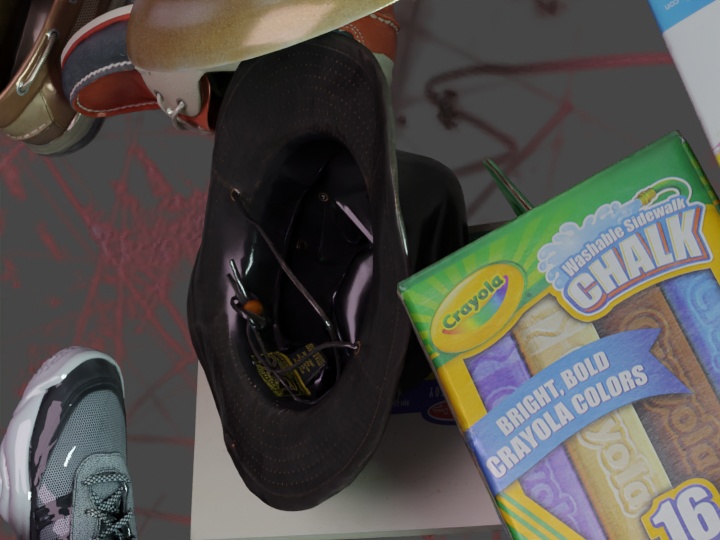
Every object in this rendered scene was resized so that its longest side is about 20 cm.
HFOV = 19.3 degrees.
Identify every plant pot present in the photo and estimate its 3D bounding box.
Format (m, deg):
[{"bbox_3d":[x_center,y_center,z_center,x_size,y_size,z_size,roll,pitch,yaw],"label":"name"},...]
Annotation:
[{"bbox_3d":[-0.018,-0.147,0.932,0.199,0.200,0.028,-7,117,37],"label":"plant pot"}]

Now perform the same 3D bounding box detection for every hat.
[{"bbox_3d":[0.000,0.000,0.897,0.200,0.080,0.203,-3,86,60],"label":"hat"}]

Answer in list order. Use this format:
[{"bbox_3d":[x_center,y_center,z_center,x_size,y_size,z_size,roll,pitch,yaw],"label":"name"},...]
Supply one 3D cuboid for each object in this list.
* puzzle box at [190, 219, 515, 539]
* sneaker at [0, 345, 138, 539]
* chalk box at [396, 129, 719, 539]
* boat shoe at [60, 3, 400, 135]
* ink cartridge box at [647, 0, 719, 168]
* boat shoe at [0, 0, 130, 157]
[{"bbox_3d":[0.006,0.054,0.953,0.199,0.025,0.134,-7,74,37],"label":"puzzle box"},{"bbox_3d":[-0.115,0.141,1.001,0.113,0.075,0.202,7,89,39],"label":"sneaker"},{"bbox_3d":[0.103,0.041,0.798,0.123,0.124,0.201,-28,62,9],"label":"chalk box"},{"bbox_3d":[-0.067,-0.099,1.026,0.199,0.071,0.063,-11,75,32],"label":"boat shoe"},{"bbox_3d":[0.178,-0.032,0.774,0.068,0.115,0.201,-29,62,19],"label":"ink cartridge box"},{"bbox_3d":[-0.160,-0.164,1.110,0.075,0.072,0.202,-1,79,38],"label":"boat shoe"}]
